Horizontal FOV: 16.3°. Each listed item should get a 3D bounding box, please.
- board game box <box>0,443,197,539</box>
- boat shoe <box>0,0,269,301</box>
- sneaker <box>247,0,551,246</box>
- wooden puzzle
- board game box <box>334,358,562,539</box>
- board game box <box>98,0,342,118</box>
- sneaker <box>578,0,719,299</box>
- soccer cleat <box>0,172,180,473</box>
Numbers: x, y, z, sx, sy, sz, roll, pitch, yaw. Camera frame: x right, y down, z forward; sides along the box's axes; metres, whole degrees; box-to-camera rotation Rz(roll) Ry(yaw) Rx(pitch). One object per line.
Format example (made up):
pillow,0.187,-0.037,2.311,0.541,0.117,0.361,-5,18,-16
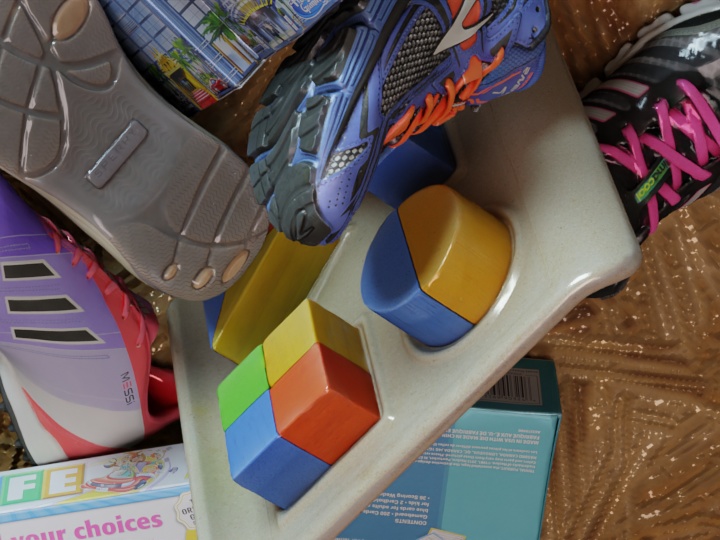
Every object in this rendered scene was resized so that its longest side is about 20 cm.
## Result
board game box,-0.133,0.148,1.045,0.200,0.034,0.135,-9,116,1
boat shoe,-0.119,-0.065,0.935,0.074,0.073,0.200,-46,117,-11
sneaker,0.028,-0.083,0.891,0.078,0.200,0.075,36,148,-9
wooden puzzle,0.000,0.000,0.940,0.200,0.185,0.046,-41,122,19
board game box,-0.002,0.128,1.090,0.151,0.047,0.200,5,119,-2
board game box,-0.095,-0.152,0.877,0.200,0.200,0.062,43,78,-8
sneaker,0.101,-0.036,0.976,0.200,0.087,0.074,-27,115,14
soccer cleat,-0.119,0.012,0.990,0.073,0.068,0.200,-16,145,-2
